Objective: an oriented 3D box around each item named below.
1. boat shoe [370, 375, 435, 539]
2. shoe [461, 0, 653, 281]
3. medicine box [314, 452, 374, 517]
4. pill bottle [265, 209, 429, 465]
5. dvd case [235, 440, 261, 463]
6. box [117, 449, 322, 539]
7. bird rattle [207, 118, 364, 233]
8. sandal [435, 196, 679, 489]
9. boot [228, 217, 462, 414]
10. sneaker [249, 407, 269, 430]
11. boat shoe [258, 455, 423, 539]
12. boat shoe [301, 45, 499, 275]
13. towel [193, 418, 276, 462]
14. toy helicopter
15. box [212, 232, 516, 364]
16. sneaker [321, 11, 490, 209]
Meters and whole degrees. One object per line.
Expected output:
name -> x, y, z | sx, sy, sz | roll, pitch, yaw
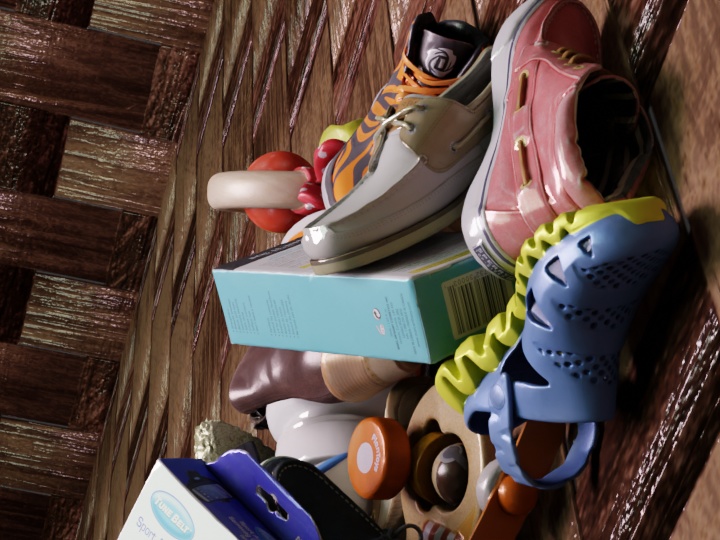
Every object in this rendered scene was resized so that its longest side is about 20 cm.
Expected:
boat shoe -> 0.041, 0.163, 1.236 | 0.067, 0.073, 0.201 | 97, 179, -54
shoe -> 0.117, -0.089, 1.106 | 0.091, 0.071, 0.201 | -32, 30, 43
medicine box -> -0.093, 0.209, 1.243 | 0.104, 0.199, 0.182 | 63, -160, 2
pill bottle -> -0.007, 0.067, 1.432 | 0.114, 0.113, 0.202 | 116, 161, -52
dvd case -> -0.039, 0.227, 1.415 | 0.143, 0.017, 0.202 | -128, 17, -76
box -> -0.094, 0.197, 1.101 | 0.119, 0.041, 0.201 | 39, 112, 34
bird rattle -> -0.038, -0.053, 1.577 | 0.200, 0.161, 0.114 | -40, -52, -78
sandal -> 0.107, 0.039, 1.023 | 0.088, 0.079, 0.201 | 67, 151, 29
boot -> 0.000, 0.000, 1.336 | 0.166, 0.072, 0.201 | -14, 42, 47
sneaker -> -0.038, 0.089, 1.577 | 0.200, 0.105, 0.076 | -174, 95, -79
boat shoe -> 0.008, 0.166, 1.096 | 0.200, 0.074, 0.063 | 52, 131, 33
boat shoe -> 0.036, -0.065, 1.154 | 0.074, 0.199, 0.069 | -6, 113, 50
towel -> -0.065, 0.201, 1.518 | 0.200, 0.036, 0.150 | 41, -139, -53
toy helicopter -> 0.066, 0.155, 1.129 | 0.132, 0.078, 0.202 | -37, 54, 51
box -> 0.004, 0.012, 1.169 | 0.199, 0.082, 0.050 | 2, 109, 55
sneaker -> 0.032, -0.110, 1.431 | 0.201, 0.077, 0.113 | -72, 4, -47
